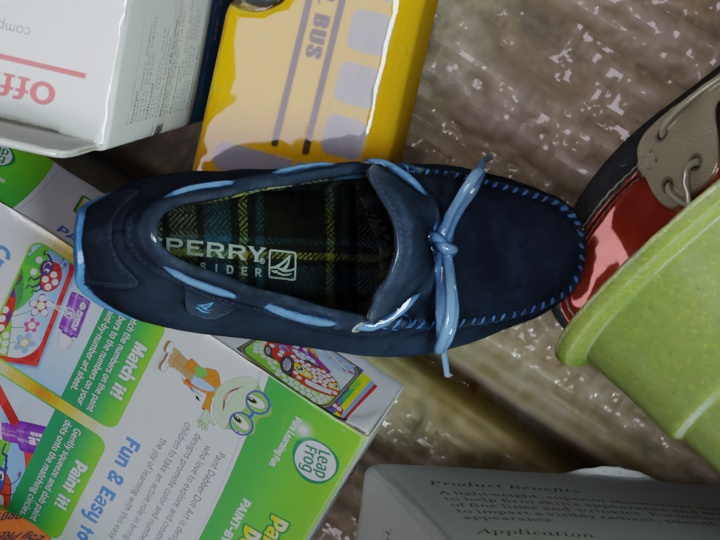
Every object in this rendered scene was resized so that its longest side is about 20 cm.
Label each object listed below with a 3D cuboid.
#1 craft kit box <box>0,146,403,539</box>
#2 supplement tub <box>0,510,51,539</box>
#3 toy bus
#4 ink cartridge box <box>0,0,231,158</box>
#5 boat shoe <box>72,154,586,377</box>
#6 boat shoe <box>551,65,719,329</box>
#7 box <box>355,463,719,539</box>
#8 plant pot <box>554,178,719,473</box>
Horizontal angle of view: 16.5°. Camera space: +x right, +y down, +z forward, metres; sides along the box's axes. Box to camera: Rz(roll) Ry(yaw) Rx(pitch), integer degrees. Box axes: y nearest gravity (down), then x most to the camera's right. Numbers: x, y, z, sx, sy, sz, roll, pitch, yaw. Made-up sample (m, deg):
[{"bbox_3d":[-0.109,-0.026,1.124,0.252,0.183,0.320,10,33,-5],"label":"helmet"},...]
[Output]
[{"bbox_3d":[-0.111,0.069,0.964,0.197,0.049,0.200,34,125,6],"label":"craft kit box"},{"bbox_3d":[-0.149,0.197,0.951,0.122,0.123,0.200,3,123,9],"label":"supplement tub"},{"bbox_3d":[-0.019,-0.073,0.952,0.078,0.065,0.200,14,100,6],"label":"toy bus"},{"bbox_3d":[-0.124,-0.091,0.898,0.116,0.200,0.067,13,99,8],"label":"ink cartridge box"},{"bbox_3d":[0.000,0.000,0.882,0.200,0.069,0.084,-7,88,-28],"label":"boat shoe"},{"bbox_3d":[0.146,-0.041,0.929,0.200,0.063,0.071,-42,91,14],"label":"boat shoe"},{"bbox_3d":[0.097,0.185,0.902,0.199,0.131,0.200,5,100,-15],"label":"box"},{"bbox_3d":[0.198,0.042,0.798,0.200,0.200,0.190,-39,78,13],"label":"plant pot"}]
